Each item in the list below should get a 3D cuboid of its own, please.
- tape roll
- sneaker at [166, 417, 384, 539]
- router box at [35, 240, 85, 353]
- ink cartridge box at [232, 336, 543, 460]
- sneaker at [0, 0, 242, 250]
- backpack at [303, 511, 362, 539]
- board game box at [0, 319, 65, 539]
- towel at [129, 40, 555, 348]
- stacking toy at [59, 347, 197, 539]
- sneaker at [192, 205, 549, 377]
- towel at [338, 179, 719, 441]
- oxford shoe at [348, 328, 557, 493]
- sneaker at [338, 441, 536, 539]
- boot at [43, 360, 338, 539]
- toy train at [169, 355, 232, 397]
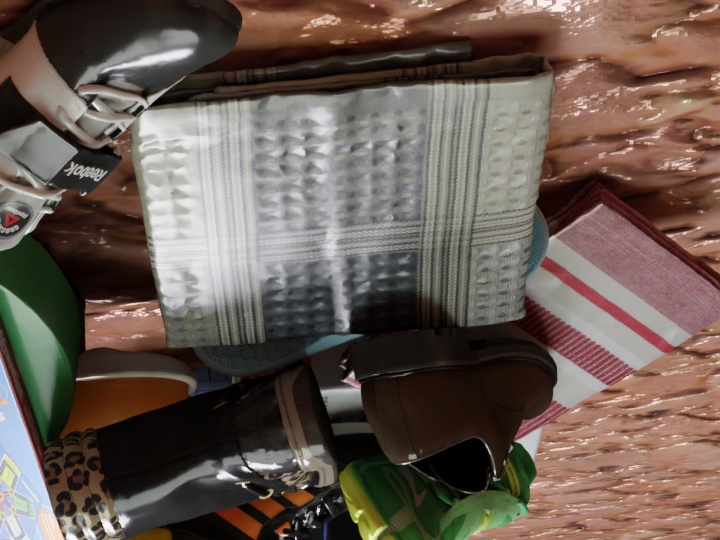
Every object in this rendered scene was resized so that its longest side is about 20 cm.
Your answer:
[{"bbox_3d":[-0.248,0.040,0.921,0.200,0.048,0.201,-1,136,-1],"label":"tape roll"},{"bbox_3d":[-0.055,0.160,1.094,0.200,0.090,0.070,-16,143,11],"label":"sneaker"},{"bbox_3d":[-0.270,0.031,1.029,0.199,0.051,0.149,-4,165,-1],"label":"router box"},{"bbox_3d":[0.018,0.081,1.147,0.199,0.084,0.144,-3,143,-6],"label":"ink cartridge box"},{"bbox_3d":[-0.128,-0.055,0.717,0.200,0.089,0.074,-17,158,32],"label":"sneaker"},{"bbox_3d":[-0.078,0.198,1.440,0.200,0.183,0.134,1,-173,36],"label":"backpack"},{"bbox_3d":[-0.221,0.087,0.922,0.103,0.019,0.200,-3,135,3],"label":"board game box"},{"bbox_3d":[-0.007,-0.033,0.832,0.192,0.035,0.200,-4,145,-4],"label":"towel"},{"bbox_3d":[-0.159,0.155,1.045,0.146,0.201,0.146,-8,167,-2],"label":"stacking toy"},{"bbox_3d":[0.000,0.000,0.978,0.199,0.080,0.131,-15,-179,-4],"label":"sneaker"},{"bbox_3d":[0.104,0.035,1.028,0.200,0.023,0.144,-34,133,27],"label":"towel"},{"bbox_3d":[0.054,0.079,0.953,0.073,0.085,0.200,-14,170,28],"label":"oxford shoe"},{"bbox_3d":[0.048,0.122,0.999,0.083,0.074,0.200,-31,173,18],"label":"sneaker"},{"bbox_3d":[-0.090,0.105,0.970,0.150,0.073,0.200,-17,176,-5],"label":"boot"},{"bbox_3d":[-0.077,0.116,1.255,0.199,0.115,0.087,-2,174,-6],"label":"toy train"}]
